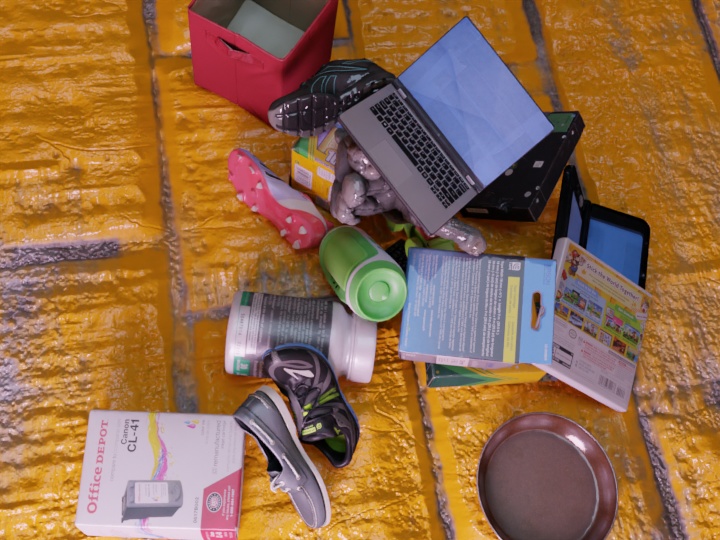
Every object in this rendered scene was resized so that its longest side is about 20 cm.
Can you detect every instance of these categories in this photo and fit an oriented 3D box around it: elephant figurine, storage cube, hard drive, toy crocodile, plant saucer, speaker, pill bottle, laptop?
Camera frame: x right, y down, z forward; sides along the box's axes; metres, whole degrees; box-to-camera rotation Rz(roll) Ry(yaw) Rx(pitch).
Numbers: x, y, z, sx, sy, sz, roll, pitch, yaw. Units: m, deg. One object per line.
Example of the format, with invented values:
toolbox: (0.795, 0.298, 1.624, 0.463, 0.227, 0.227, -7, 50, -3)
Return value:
elephant figurine: (0.065, -0.109, 1.155, 0.197, 0.141, 0.158, 8, 89, -15)
storage cube: (-0.147, -0.365, 1.325, 0.169, 0.180, 0.201, 29, 64, 6)
hard drive: (0.248, -0.162, 1.324, 0.138, 0.038, 0.201, 6, 57, 42)
toy crocodile: (0.088, -0.067, 1.265, 0.067, 0.062, 0.201, -12, 43, -18)
plant saucer: (0.250, 0.296, 1.164, 0.197, 0.035, 0.203, 3, 65, -7)
speaker: (0.000, 0.000, 1.173, 0.087, 0.200, 0.090, -5, 109, -15)
pill bottle: (-0.080, 0.094, 1.166, 0.196, 0.113, 0.115, 7, 65, -4)
laptop: (0.110, -0.184, 1.076, 0.188, 0.116, 0.200, 51, 47, 0)

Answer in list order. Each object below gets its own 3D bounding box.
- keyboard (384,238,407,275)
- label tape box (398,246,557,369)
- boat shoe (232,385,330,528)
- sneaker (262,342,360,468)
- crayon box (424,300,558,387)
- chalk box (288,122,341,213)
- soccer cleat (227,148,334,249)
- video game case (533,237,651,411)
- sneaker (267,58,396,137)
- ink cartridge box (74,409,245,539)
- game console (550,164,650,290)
keyboard: (0.126, 0.006, 1.244, 0.199, 0.021, 0.126, 34, 48, 29)
label tape box: (0.155, 0.053, 1.138, 0.197, 0.063, 0.147, 5, 73, 6)
boat shoe: (-0.101, 0.248, 1.085, 0.061, 0.072, 0.202, -31, 104, -36)
sneaker: (-0.057, 0.173, 1.099, 0.070, 0.201, 0.083, -23, 27, 15)
crayon box: (0.189, 0.097, 1.234, 0.196, 0.052, 0.128, -2, 66, -9)
chalk box: (-0.005, -0.196, 1.299, 0.123, 0.125, 0.201, 31, 67, 7)
soccer cleat: (-0.123, -0.110, 1.288, 0.200, 0.067, 0.076, 45, 37, 18)
video game case: (0.328, 0.079, 1.212, 0.198, 0.023, 0.184, 28, 71, -29)
sneaker: (-0.046, -0.250, 1.223, 0.198, 0.076, 0.080, -20, 56, -21)
ink cartridge box: (-0.247, 0.260, 1.086, 0.196, 0.086, 0.150, 4, 66, -7)
game console: (0.363, -0.033, 1.284, 0.115, 0.176, 0.203, 1, 61, 25)
